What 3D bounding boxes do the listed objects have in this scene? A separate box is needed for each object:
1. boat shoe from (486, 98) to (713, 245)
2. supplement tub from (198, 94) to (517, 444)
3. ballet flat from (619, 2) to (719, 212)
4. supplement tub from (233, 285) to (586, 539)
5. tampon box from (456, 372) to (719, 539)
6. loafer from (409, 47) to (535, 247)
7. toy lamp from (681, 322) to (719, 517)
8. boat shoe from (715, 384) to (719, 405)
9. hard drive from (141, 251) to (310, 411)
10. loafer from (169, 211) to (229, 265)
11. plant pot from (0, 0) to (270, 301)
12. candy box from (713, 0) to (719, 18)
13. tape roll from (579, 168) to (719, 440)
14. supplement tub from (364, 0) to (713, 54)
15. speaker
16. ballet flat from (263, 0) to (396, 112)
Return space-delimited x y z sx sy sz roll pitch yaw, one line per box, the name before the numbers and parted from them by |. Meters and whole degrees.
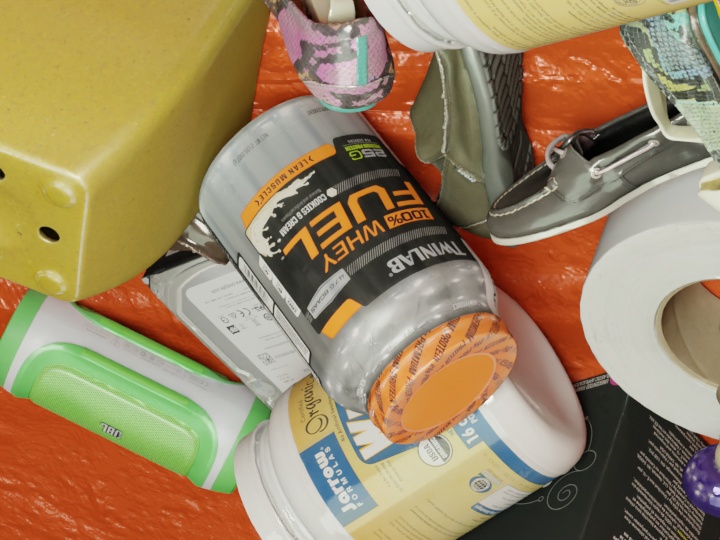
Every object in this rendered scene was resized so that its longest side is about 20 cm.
boat shoe | 0.156 -0.075 1.245 0.199 0.067 0.057 -21 112 18
supplement tub | 0.000 0.000 1.316 0.200 0.122 0.123 52 150 27
ballet flat | 0.202 -0.072 1.178 0.074 0.074 0.200 -14 119 38
supplement tub | 0.031 0.111 1.429 0.200 0.145 0.145 -34 117 19
tampon box | 0.141 0.191 1.466 0.150 0.200 0.126 -21 123 41
loafer | 0.059 -0.089 1.291 0.069 0.075 0.200 5 138 16
toy lamp | 0.230 0.070 1.288 0.058 0.058 0.200 17 142 9
boat shoe | 0.283 0.097 1.245 0.200 0.068 0.072 18 130 -41
hard drive | -0.040 0.044 1.523 0.139 0.038 0.200 -19 125 41
loafer | -0.166 -0.040 1.451 0.199 0.071 0.073 21 -174 17
plant pot | -0.181 -0.100 1.304 0.194 0.200 0.196 21 142 4
candy box | 0.258 -0.160 1.038 0.026 0.200 0.102 44 166 53
tape roll | 0.238 0.018 1.323 0.202 0.071 0.203 15 140 13
supplement tub | 0.104 -0.191 1.097 0.200 0.146 0.146 -11 130 36
speaker | -0.168 0.088 1.601 0.200 0.089 0.089 26 141 -2
ballet flat | -0.027 -0.166 1.188 0.069 0.200 0.071 -6 130 -18
